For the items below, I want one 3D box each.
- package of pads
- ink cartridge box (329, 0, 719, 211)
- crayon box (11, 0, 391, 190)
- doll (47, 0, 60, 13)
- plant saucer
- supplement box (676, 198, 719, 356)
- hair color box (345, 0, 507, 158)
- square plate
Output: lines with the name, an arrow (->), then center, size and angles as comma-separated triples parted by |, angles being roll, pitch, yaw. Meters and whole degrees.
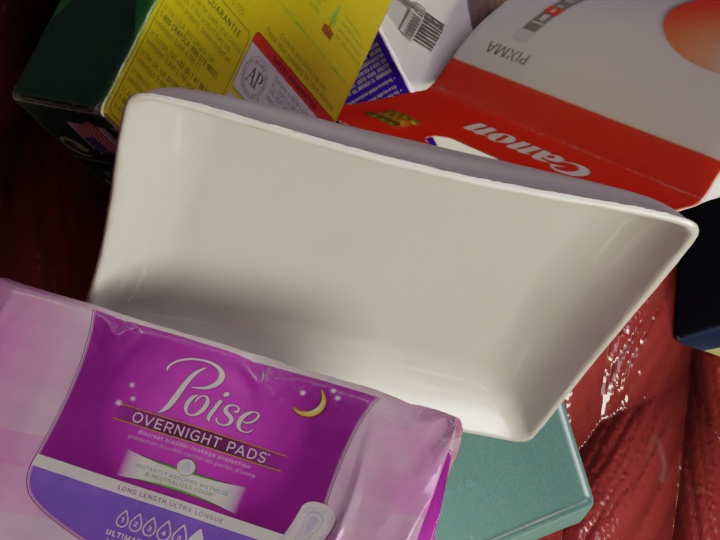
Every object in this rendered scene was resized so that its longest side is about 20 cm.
package of pads -> -0.069, 0.085, 0.682 | 0.198, 0.076, 0.122 | 16, 65, 10
ink cartridge box -> 0.106, -0.081, 0.780 | 0.199, 0.162, 0.051 | -14, 119, -40
crayon box -> -0.044, -0.116, 0.736 | 0.127, 0.050, 0.202 | 47, 62, -50
doll -> -0.103, -0.116, 0.766 | 0.137, 0.048, 0.202 | -51, 125, -67
plant saucer -> 0.039, 0.098, 0.816 | 0.199, 0.019, 0.071 | -11, 83, -50
supplement box -> 0.290, -0.041, 0.985 | 0.198, 0.134, 0.202 | 20, 66, -28
hair color box -> 0.029, -0.120, 0.873 | 0.109, 0.065, 0.202 | -30, 96, -38
square plate -> 0.000, 0.000, 0.690 | 0.196, 0.200, 0.029 | 13, 61, -8
